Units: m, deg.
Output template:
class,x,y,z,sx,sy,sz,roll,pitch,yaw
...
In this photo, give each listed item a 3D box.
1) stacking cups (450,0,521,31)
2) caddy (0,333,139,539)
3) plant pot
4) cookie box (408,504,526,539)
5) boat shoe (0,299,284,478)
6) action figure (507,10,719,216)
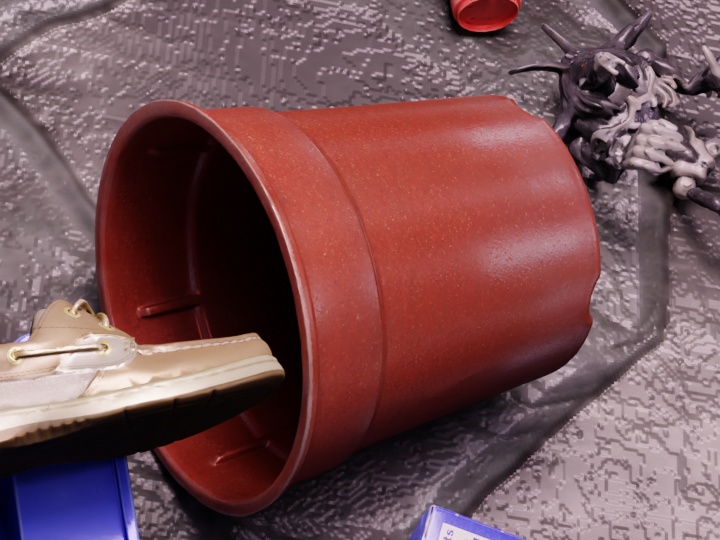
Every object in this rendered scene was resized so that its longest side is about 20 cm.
class,x,y,z,sx,sy,sz,roll,pitch,yaw
stacking cups,0.065,-0.235,1.486,0.060,0.061,0.201,-2,62,-18
caddy,-0.176,0.124,1.167,0.140,0.105,0.201,-4,63,-16
plant pot,0.000,0.000,1.256,0.194,0.201,0.201,-13,64,-33
cookie box,0.092,0.209,1.159,0.199,0.171,0.075,20,53,-3
boat shoe,-0.132,0.048,1.114,0.199,0.074,0.067,-10,71,-20
action figure,0.179,-0.080,1.402,0.200,0.102,0.119,35,68,4
